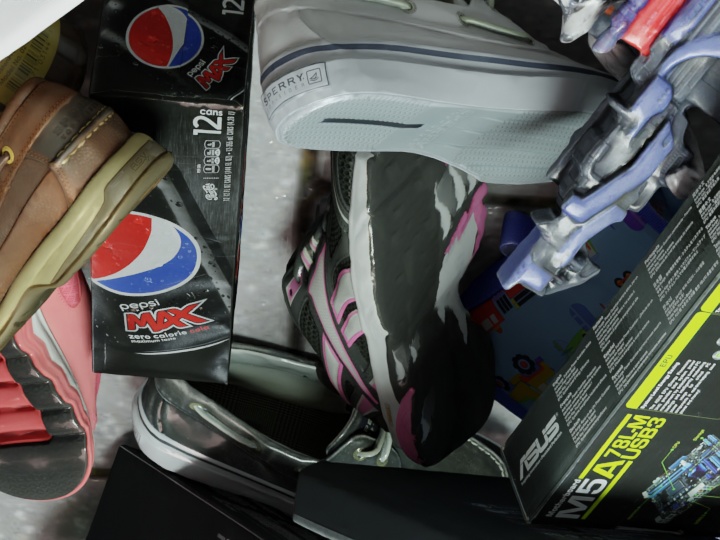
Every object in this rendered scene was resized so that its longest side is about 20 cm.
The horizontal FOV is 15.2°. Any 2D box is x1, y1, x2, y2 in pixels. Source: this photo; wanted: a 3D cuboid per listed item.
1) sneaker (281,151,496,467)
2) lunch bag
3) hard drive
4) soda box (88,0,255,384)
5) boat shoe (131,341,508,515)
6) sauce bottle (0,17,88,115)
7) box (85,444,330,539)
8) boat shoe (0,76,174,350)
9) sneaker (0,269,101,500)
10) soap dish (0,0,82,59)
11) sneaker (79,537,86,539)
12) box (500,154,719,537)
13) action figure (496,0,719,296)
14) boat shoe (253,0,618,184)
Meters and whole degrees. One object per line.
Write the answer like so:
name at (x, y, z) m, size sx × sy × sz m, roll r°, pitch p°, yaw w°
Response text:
sneaker at (0.000, 0.000, 1.186) m, size 0.086 × 0.080 × 0.200 m, roll 24°, pitch 137°, yaw 30°
lunch bag at (0.141, 0.034, 1.222) m, size 0.200 × 0.094 × 0.151 m, roll 31°, pitch 139°, yaw -19°
hard drive at (0.075, 0.116, 1.145) m, size 0.139 × 0.033 × 0.200 m, roll 7°, pitch -177°, yaw -27°
soda box at (-0.081, -0.034, 1.146) m, size 0.063 × 0.071 × 0.200 m, roll 5°, pitch 144°, yaw -1°
boat shoe at (-0.010, 0.084, 1.299) m, size 0.200 × 0.072 × 0.071 m, roll 13°, pitch 147°, yaw -10°
sauce bottle at (-0.193, -0.121, 1.044) m, size 0.065 × 0.065 × 0.200 m, roll -24°, pitch 135°, yaw 31°
box at (-0.036, 0.160, 1.308) m, size 0.141 × 0.079 × 0.200 m, roll 19°, pitch -179°, yaw -26°
boat shoe at (-0.149, -0.013, 1.092) m, size 0.068 × 0.072 × 0.200 m, roll 43°, pitch 137°, yaw -5°
sneaker at (-0.160, 0.002, 1.206) m, size 0.074 × 0.087 × 0.200 m, roll -3°, pitch 119°, yaw 11°
soap dish at (-0.129, -0.171, 0.948) m, size 0.200 × 0.081 × 0.157 m, roll -31°, pitch 132°, yaw 32°
sneaker at (-0.078, 0.177, 1.449) m, size 0.200 × 0.075 × 0.076 m, roll 22°, pitch 170°, yaw -28°
box at (0.184, 0.034, 1.071) m, size 0.193 × 0.048 × 0.200 m, roll 8°, pitch 135°, yaw -26°
action figure at (0.130, -0.068, 1.060) m, size 0.200 × 0.105 × 0.193 m, roll -45°, pitch 122°, yaw 9°
boat shoe at (0.042, -0.082, 1.077) m, size 0.200 × 0.067 × 0.074 m, roll 7°, pitch 153°, yaw -46°
